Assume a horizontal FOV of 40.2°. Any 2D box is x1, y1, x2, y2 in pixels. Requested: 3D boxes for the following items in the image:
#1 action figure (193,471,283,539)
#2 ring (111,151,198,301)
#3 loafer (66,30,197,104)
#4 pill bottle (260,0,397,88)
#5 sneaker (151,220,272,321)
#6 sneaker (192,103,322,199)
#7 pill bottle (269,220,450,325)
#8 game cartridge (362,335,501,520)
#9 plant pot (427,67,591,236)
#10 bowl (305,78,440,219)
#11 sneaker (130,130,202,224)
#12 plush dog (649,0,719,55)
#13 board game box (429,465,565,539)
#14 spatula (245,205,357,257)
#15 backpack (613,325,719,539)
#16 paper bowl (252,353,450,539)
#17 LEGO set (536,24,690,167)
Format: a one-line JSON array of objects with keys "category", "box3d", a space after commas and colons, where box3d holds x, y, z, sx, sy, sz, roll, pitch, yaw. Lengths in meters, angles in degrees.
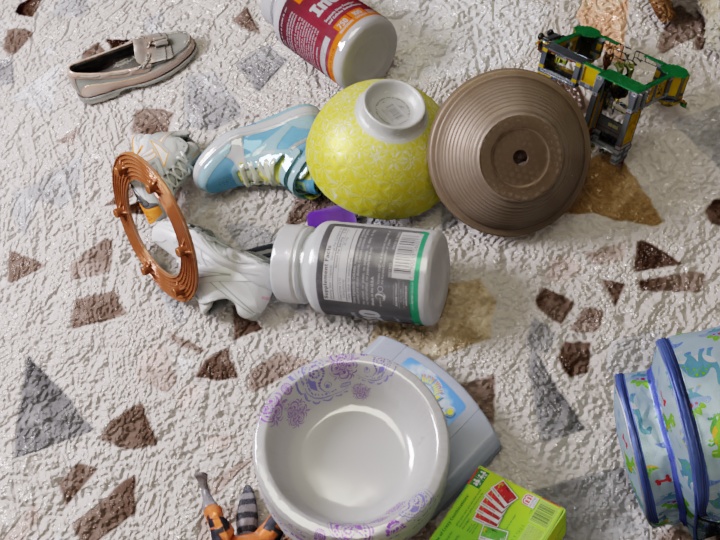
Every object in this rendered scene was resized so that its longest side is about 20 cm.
[{"category": "action figure", "box3d": [-0.090, 0.312, 1.053, 0.198, 0.105, 0.195, 3, 63, -18]}, {"category": "ring", "box3d": [-0.264, -0.051, 1.234, 0.019, 0.202, 0.200, -28, 54, -30]}, {"category": "loafer", "box3d": [-0.346, -0.317, 1.490, 0.198, 0.063, 0.072, -24, 56, 0]}, {"category": "pill bottle", "box3d": [-0.051, -0.348, 1.401, 0.113, 0.113, 0.200, -43, 59, -12]}, {"category": "sneaker", "box3d": [-0.196, 0.003, 1.248, 0.199, 0.078, 0.100, 25, 95, 27]}, {"category": "sneaker", "box3d": [-0.120, -0.133, 1.313, 0.199, 0.080, 0.131, -28, 56, -2]}, {"category": "pill bottle", "box3d": [0.000, 0.000, 1.180, 0.198, 0.113, 0.114, 6, 62, 19]}, {"category": "game cartridge", "box3d": [0.055, 0.167, 1.114, 0.133, 0.041, 0.200, -42, 59, -16]}, {"category": "plant pot", "box3d": [0.180, -0.137, 1.162, 0.199, 0.093, 0.203, 0, 99, -1]}, {"category": "bowl", "box3d": [0.034, -0.175, 1.242, 0.198, 0.108, 0.202, 4, 59, -7]}, {"category": "sneaker", "box3d": [-0.259, -0.139, 1.327, 0.091, 0.076, 0.201, -17, 37, 1]}, {"category": "plush dog", "box3d": [0.463, -0.403, 1.284, 0.170, 0.202, 0.161, 20, 33, 14]}, {"category": "board game box", "box3d": [0.109, 0.298, 0.962, 0.101, 0.048, 0.200, 22, 54, 30]}, {"category": "spatula", "box3d": [-0.099, -0.035, 1.279, 0.198, 0.021, 0.057, -20, 66, 9]}, {"category": "backpack", "box3d": [0.324, 0.157, 0.950, 0.145, 0.200, 0.185, -11, 58, 8]}, {"category": "paper bowl", "box3d": [-0.008, 0.197, 1.019, 0.198, 0.105, 0.202, -1, 56, 1]}, {"category": "LEGO set", "box3d": [0.305, -0.217, 1.254, 0.199, 0.117, 0.154, 29, 41, 23]}]
